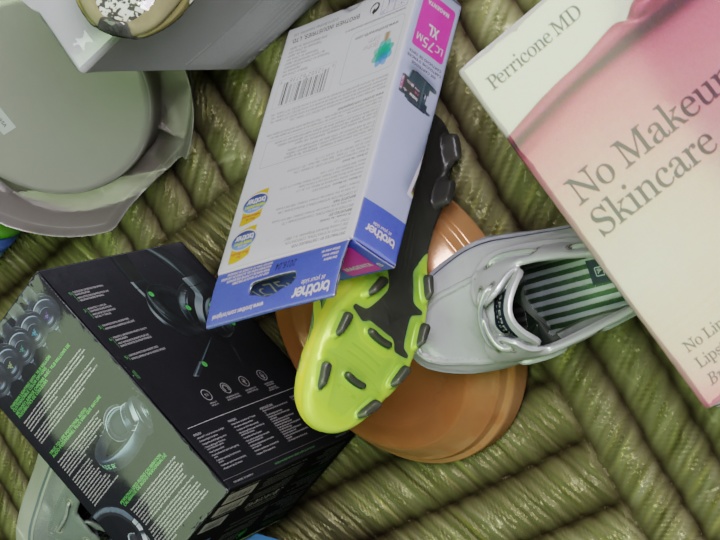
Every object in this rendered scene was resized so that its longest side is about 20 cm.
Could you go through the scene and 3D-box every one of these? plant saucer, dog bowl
[{"bbox_3d":[0.014,0.032,1.176,0.199,0.037,0.202,22,125,35],"label":"plant saucer"},{"bbox_3d":[-0.198,-0.121,1.218,0.198,0.059,0.202,5,122,7],"label":"dog bowl"}]

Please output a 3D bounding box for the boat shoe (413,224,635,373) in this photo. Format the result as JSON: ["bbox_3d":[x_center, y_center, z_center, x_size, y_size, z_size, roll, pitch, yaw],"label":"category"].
[{"bbox_3d":[0.091,0.013,1.040,0.199,0.067,0.074,-27,94,36],"label":"boat shoe"}]

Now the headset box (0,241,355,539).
[{"bbox_3d":[-0.131,0.080,1.227,0.200,0.174,0.093,46,114,13],"label":"headset box"}]

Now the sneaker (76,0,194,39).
[{"bbox_3d":[-0.096,-0.212,0.903,0.076,0.202,0.089,14,171,3],"label":"sneaker"}]

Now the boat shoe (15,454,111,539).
[{"bbox_3d":[-0.212,0.179,1.451,0.071,0.070,0.202,39,132,26],"label":"boat shoe"}]

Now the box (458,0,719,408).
[{"bbox_3d":[0.163,-0.057,0.900,0.128,0.109,0.201,-39,83,22],"label":"box"}]

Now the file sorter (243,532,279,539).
[{"bbox_3d":[-0.087,0.264,1.279,0.198,0.123,0.140,14,137,17],"label":"file sorter"}]

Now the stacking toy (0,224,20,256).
[{"bbox_3d":[-0.263,-0.053,1.368,0.199,0.085,0.086,-29,91,44],"label":"stacking toy"}]

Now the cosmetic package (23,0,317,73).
[{"bbox_3d":[-0.109,-0.173,1.047,0.090,0.200,0.107,-39,83,19],"label":"cosmetic package"}]

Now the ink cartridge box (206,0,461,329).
[{"bbox_3d":[-0.015,-0.059,1.053,0.042,0.201,0.119,34,149,-32],"label":"ink cartridge box"}]

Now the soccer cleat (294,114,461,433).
[{"bbox_3d":[0.001,0.000,1.081,0.064,0.202,0.083,29,158,-33],"label":"soccer cleat"}]
